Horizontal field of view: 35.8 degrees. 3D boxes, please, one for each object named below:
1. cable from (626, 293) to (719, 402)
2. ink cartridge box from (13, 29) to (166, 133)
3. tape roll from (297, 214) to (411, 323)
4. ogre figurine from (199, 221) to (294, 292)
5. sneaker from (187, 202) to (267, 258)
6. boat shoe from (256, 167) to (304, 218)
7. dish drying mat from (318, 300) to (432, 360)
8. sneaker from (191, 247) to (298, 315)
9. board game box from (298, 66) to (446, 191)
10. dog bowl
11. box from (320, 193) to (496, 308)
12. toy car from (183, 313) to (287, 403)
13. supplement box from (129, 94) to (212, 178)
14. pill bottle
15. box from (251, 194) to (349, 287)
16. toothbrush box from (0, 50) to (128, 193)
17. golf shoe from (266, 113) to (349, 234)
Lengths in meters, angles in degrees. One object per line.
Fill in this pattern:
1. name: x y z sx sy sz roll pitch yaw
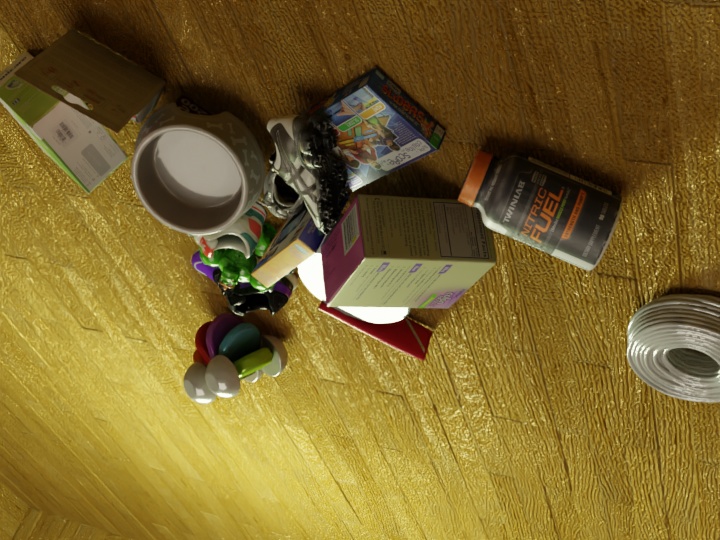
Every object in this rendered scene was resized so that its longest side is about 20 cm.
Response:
1. cable: 0.479 0.112 1.595 0.197 0.070 0.201 9 146 26
2. ink cartridge box: -0.376 -0.250 1.545 0.159 0.201 0.050 29 122 -6
3. tape roll: 0.000 0.000 1.781 0.198 0.067 0.201 18 149 11
4. ogre figurine: -0.194 -0.032 1.855 0.197 0.099 0.121 12 133 -8
5. sneaker: -0.245 -0.075 1.706 0.197 0.095 0.070 14 154 -10
6. boat shoe: -0.113 -0.116 1.662 0.074 0.087 0.202 28 150 -5
7. dish drying mat: 0.028 0.083 1.882 0.198 0.077 0.018 28 134 -5
8. sneaker: -0.216 0.023 1.940 0.197 0.100 0.070 16 147 14
9. board game box: 0.004 -0.186 1.515 0.135 0.035 0.199 39 148 -22
10. dog bowl: -0.239 -0.141 1.608 0.197 0.059 0.203 5 122 8
11. box: 0.064 -0.023 1.585 0.197 0.098 0.176 2 156 -19
12. toy car: -0.253 0.160 2.158 0.199 0.174 0.152 -20 92 51
13. supplement box: -0.272 -0.176 1.713 0.108 0.061 0.200 33 150 -13
14. pill bottle: 0.227 -0.085 1.438 0.198 0.107 0.107 23 150 4
15. box: -0.089 -0.057 1.703 0.041 0.120 0.200 37 148 -11
16. toothbrush box: -0.455 -0.224 1.672 0.200 0.086 0.146 39 167 46
17. golf shoe: -0.075 -0.139 1.549 0.093 0.078 0.202 15 139 25
